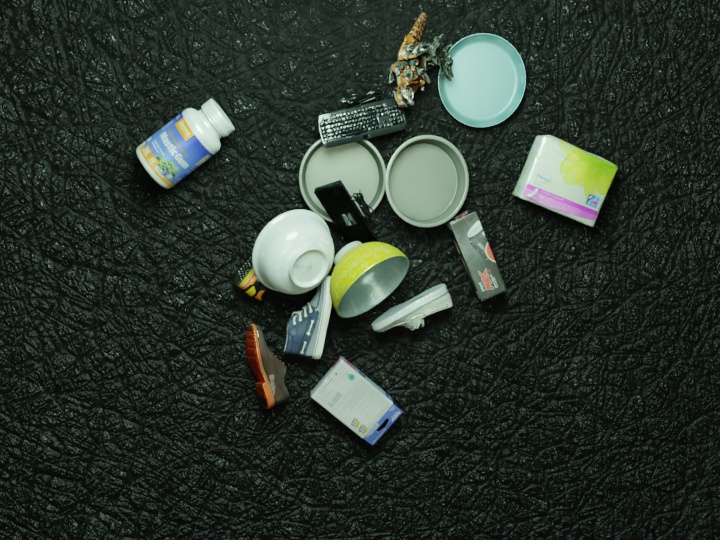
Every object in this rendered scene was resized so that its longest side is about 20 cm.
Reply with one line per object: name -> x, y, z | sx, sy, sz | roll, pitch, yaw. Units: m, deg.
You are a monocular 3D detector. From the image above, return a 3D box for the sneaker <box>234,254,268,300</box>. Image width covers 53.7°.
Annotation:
sneaker -> -0.194, -0.020, 1.633 | 0.200, 0.070, 0.090 | -45, 119, 3

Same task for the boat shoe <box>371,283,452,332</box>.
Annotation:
boat shoe -> 0.124, 0.106, 1.668 | 0.198, 0.071, 0.070 | -28, 98, -5

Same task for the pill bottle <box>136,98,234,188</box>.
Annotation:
pill bottle -> -0.376, -0.279, 1.544 | 0.199, 0.112, 0.113 | -37, 100, 5

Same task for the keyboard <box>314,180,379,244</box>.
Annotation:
keyboard -> -0.015, -0.128, 1.588 | 0.103, 0.040, 0.201 | -9, 136, 27

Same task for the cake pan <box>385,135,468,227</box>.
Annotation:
cake pan -> 0.145, -0.200, 1.599 | 0.197, 0.037, 0.203 | -2, 98, -16

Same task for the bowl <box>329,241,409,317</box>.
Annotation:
bowl -> 0.000, 0.000, 1.601 | 0.200, 0.200, 0.108 | -41, 67, 5

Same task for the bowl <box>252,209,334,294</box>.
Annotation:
bowl -> -0.131, -0.025, 1.569 | 0.199, 0.090, 0.203 | -18, 125, -27

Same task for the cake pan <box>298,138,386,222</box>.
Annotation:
cake pan -> -0.040, -0.209, 1.613 | 0.197, 0.037, 0.203 | -1, 101, -3

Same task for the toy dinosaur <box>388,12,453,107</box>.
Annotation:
toy dinosaur -> 0.122, -0.459, 1.545 | 0.134, 0.102, 0.203 | 4, 103, 31

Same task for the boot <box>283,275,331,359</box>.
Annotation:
boot -> -0.121, 0.106, 1.648 | 0.089, 0.073, 0.203 | 9, 101, -10

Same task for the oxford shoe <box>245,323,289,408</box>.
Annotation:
oxford shoe -> -0.219, 0.218, 1.679 | 0.072, 0.071, 0.203 | -17, 99, -29

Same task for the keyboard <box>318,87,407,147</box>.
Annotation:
keyboard -> 0.002, -0.342, 1.559 | 0.198, 0.040, 0.105 | -16, 87, -13

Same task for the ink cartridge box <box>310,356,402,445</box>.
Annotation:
ink cartridge box -> -0.009, 0.315, 1.711 | 0.200, 0.042, 0.120 | 40, 96, -7

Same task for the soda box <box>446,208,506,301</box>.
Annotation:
soda box -> 0.268, -0.036, 1.649 | 0.070, 0.063, 0.202 | -24, 101, 2

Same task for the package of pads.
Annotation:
package of pads -> 0.468, -0.208, 1.625 | 0.198, 0.068, 0.156 | 20, 99, -7

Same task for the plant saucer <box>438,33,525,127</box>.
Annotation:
plant saucer -> 0.270, -0.424, 1.596 | 0.197, 0.027, 0.203 | -1, 101, -3
